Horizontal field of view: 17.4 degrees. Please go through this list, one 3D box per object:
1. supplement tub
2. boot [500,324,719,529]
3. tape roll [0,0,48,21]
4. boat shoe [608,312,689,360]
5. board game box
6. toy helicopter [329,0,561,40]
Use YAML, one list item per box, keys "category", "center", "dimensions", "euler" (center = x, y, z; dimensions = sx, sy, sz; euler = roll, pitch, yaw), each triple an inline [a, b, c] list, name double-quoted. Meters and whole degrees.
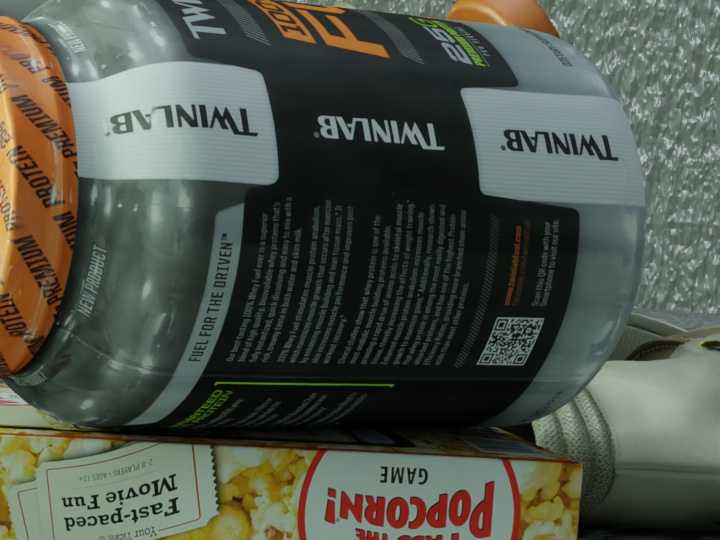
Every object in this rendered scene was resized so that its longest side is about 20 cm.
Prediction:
- category: "supplement tub"
  center: [-0.028, -0.016, 0.671]
  dimensions: [0.199, 0.123, 0.122]
  euler: [2, 3, -34]
- category: "boot"
  center: [0.097, 0.059, 0.907]
  dimensions: [0.154, 0.073, 0.200]
  euler: [2, 6, -16]
- category: "tape roll"
  center: [-0.134, -0.082, 0.874]
  dimensions: [0.066, 0.201, 0.200]
  euler: [-45, 28, -24]
- category: "boat shoe"
  center: [0.124, 0.052, 1.118]
  dimensions: [0.067, 0.072, 0.199]
  euler: [-3, 4, -39]
- category: "board game box"
  center: [-0.051, 0.065, 0.724]
  dimensions: [0.199, 0.047, 0.151]
  euler: [4, 2, -14]
- category: "toy helicopter"
  center: [-0.002, -0.039, 0.871]
  dimensions: [0.079, 0.133, 0.200]
  euler: [-35, 32, -28]
